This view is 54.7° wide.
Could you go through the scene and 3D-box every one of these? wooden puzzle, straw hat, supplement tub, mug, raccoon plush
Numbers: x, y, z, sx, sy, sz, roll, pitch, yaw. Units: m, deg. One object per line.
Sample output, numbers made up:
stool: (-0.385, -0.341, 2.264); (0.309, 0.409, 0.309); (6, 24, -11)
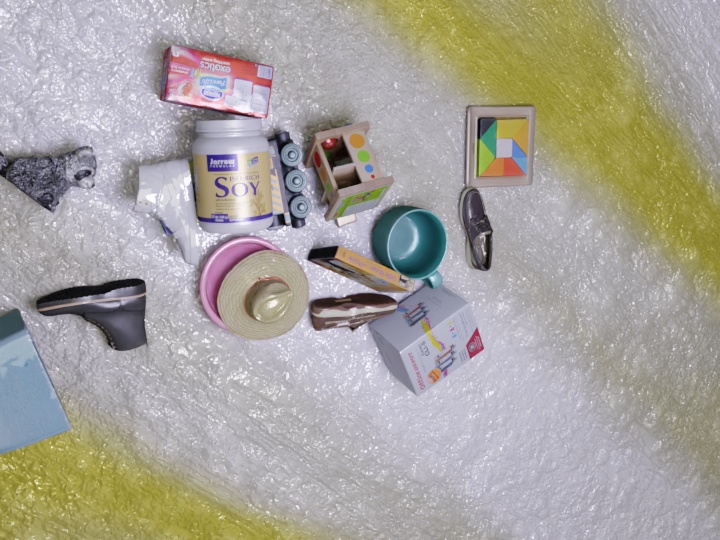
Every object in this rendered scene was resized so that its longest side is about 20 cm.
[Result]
wooden puzzle: (0.335, -0.291, 1.640); (0.197, 0.037, 0.188); (-6, 103, -23)
straw hat: (-0.182, 0.063, 1.404); (0.198, 0.085, 0.204); (-5, 102, -22)
supplement tub: (-0.239, -0.179, 1.301); (0.143, 0.145, 0.203); (-8, 104, -22)
mug: (0.103, -0.050, 1.545); (0.150, 0.114, 0.188); (-6, 104, -23)
raccoon plush: (-0.568, -0.202, 1.238); (0.200, 0.096, 0.135); (41, 76, -25)

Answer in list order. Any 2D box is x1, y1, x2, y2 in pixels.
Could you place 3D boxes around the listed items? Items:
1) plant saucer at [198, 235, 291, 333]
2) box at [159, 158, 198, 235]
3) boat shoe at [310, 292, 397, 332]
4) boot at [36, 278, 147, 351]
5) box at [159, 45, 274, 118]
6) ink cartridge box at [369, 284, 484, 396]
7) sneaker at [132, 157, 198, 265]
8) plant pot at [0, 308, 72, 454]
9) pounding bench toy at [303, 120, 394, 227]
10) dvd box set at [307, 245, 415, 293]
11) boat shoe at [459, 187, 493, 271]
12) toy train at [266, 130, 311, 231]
plant saucer: (-0.239, 0.027, 1.447); (0.198, 0.051, 0.204); (-5, 103, -22)
box: (-0.315, -0.163, 1.377); (0.198, 0.048, 0.119); (-28, 111, -18)
boat shoe: (-0.015, 0.099, 1.555); (0.199, 0.075, 0.076); (-2, 113, -15)
boot: (-0.507, 0.102, 1.335); (0.197, 0.077, 0.141); (-8, 109, -21)
box: (-0.275, -0.356, 1.327); (0.197, 0.095, 0.101); (5, 98, -24)
ink cartridge box: (0.149, 0.152, 1.580); (0.199, 0.144, 0.147); (-33, 124, -13)
sneaker: (-0.367, -0.104, 1.309); (0.114, 0.074, 0.203); (-9, 97, -18)
plant pot: (-0.649, 0.210, 1.212); (0.198, 0.195, 0.199); (-25, 110, -24)
pounding bench toy: (-0.040, -0.197, 1.456); (0.123, 0.200, 0.158); (-18, 76, -21)
dvd box set: (0.000, 0.000, 1.493); (0.198, 0.146, 0.030); (24, 78, -27)
boat shoe: (0.282, -0.096, 1.640); (0.072, 0.065, 0.203); (-20, 111, -22)
toy train: (-0.168, -0.180, 1.422); (0.112, 0.085, 0.203); (-12, 105, -10)
